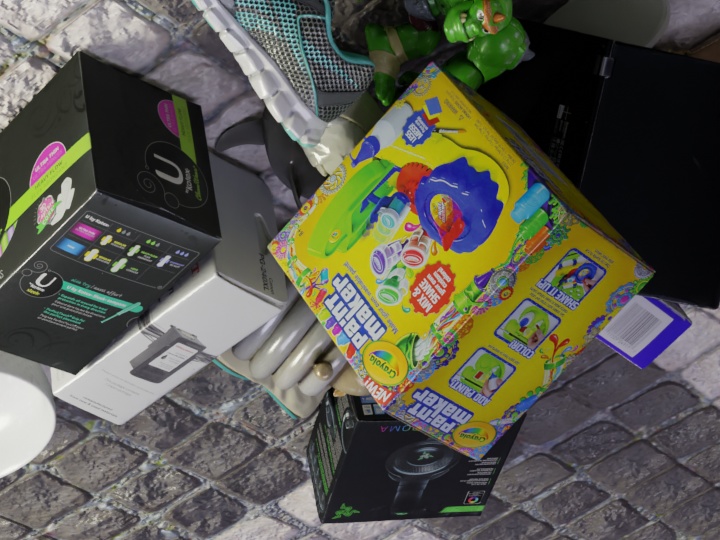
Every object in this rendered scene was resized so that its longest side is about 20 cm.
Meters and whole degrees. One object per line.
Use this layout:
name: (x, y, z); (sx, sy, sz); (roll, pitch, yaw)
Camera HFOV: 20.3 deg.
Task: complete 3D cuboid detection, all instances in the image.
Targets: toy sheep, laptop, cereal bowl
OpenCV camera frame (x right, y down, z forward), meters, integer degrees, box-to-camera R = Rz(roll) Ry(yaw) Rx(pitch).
toy sheep: (-0.060, 0.038, 1.744); (0.200, 0.138, 0.138); (41, 127, -2)
laptop: (0.190, -0.086, 1.575); (0.116, 0.200, 0.188); (5, 101, -43)
cereal bowl: (-0.373, 0.111, 1.783); (0.200, 0.083, 0.200); (-8, 143, -6)

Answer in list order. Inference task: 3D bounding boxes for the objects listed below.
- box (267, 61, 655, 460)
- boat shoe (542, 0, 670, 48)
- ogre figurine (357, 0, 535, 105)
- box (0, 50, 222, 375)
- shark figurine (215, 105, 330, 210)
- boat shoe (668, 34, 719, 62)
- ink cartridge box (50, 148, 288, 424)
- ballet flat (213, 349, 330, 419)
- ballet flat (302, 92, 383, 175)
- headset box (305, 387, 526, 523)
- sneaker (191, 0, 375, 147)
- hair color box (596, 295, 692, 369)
box: (0.070, -0.007, 1.472); (0.193, 0.200, 0.122); (-48, 136, 11)
boat shoe: (0.167, -0.163, 1.624); (0.201, 0.070, 0.071); (-34, 162, 19)
ogre figurine: (0.054, -0.203, 1.504); (0.120, 0.098, 0.200); (-14, 109, 14)
box: (-0.222, -0.042, 1.576); (0.124, 0.149, 0.200); (22, 131, -37)
shark figurine: (-0.031, -0.072, 1.654); (0.128, 0.090, 0.214); (-27, 140, 19)
boat shoe: (0.251, -0.143, 1.661); (0.200, 0.074, 0.066); (-38, 121, 20)
ink cartridge box: (-0.165, 0.012, 1.667); (0.200, 0.145, 0.083); (-35, 136, 27)
ballet flat: (-0.082, 0.075, 1.851); (0.069, 0.070, 0.200); (-26, 148, 15)
ballet flat: (-0.002, -0.088, 1.565); (0.069, 0.070, 0.200); (-29, 131, 19)
headset box: (0.049, 0.164, 1.982); (0.174, 0.093, 0.200); (-1, 142, -16)
sneaker: (-0.063, -0.191, 1.463); (0.091, 0.078, 0.200); (-35, 110, 3)
hair color box: (0.186, -0.020, 1.690); (0.065, 0.200, 0.109); (-45, 136, 12)
